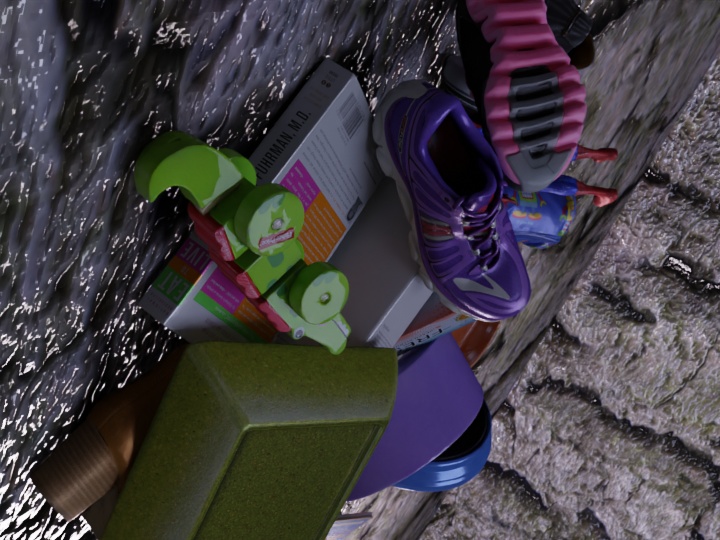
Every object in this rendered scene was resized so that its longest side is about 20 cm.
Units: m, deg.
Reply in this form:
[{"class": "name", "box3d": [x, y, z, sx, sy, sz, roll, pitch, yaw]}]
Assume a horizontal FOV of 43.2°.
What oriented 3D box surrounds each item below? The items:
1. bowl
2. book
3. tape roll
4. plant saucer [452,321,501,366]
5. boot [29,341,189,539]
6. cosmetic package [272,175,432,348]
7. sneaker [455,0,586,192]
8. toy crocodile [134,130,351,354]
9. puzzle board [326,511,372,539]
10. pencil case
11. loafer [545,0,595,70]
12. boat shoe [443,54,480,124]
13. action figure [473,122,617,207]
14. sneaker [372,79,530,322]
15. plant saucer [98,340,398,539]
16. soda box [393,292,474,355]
[{"class": "bowl", "box3d": [0.058, 0.167, 1.052, 0.200, 0.200, 0.040, -34, 146, -49]}, {"class": "book", "box3d": [-0.057, -0.031, 0.633, 0.201, 0.048, 0.134, -53, 159, -8]}, {"class": "tape roll", "box3d": [0.014, 0.130, 0.889, 0.199, 0.085, 0.200, -30, -171, 5]}, {"class": "plant saucer", "box3d": [0.106, 0.039, 1.044, 0.199, 0.032, 0.202, -27, 129, -38]}, {"class": "boot", "box3d": [-0.140, 0.143, 0.666, 0.144, 0.071, 0.202, -38, 150, -16]}, {"class": "cosmetic package", "box3d": [0.000, 0.000, 0.739, 0.200, 0.107, 0.085, -51, 162, -7]}, {"class": "sneaker", "box3d": [0.109, -0.145, 0.683, 0.078, 0.202, 0.095, -2, 161, -12]}, {"class": "toy crocodile", "box3d": [-0.060, -0.009, 0.542, 0.062, 0.067, 0.200, -44, 141, -11]}, {"class": "puzzle board", "box3d": [-0.102, 0.253, 0.796, 0.151, 0.017, 0.199, -44, 148, 26]}, {"class": "pencil case", "box3d": [0.119, -0.059, 0.871, 0.199, 0.087, 0.078, -1, 147, -37]}, {"class": "loafer", "box3d": [0.201, -0.223, 0.920, 0.073, 0.072, 0.200, -58, 163, 8]}, {"class": "boat shoe", "box3d": [0.113, -0.149, 0.832, 0.057, 0.068, 0.200, -59, 165, 15]}, {"class": "action figure", "box3d": [0.131, -0.092, 0.799, 0.052, 0.198, 0.066, 177, -82, -68]}, {"class": "sneaker", "box3d": [0.073, -0.039, 0.646, 0.080, 0.083, 0.201, -37, 119, -12]}, {"class": "plant saucer", "box3d": [-0.067, 0.148, 0.644, 0.199, 0.048, 0.201, 7, 117, -46]}, {"class": "soda box", "box3d": [0.026, 0.039, 0.805, 0.198, 0.064, 0.068, -24, 162, 4]}]
